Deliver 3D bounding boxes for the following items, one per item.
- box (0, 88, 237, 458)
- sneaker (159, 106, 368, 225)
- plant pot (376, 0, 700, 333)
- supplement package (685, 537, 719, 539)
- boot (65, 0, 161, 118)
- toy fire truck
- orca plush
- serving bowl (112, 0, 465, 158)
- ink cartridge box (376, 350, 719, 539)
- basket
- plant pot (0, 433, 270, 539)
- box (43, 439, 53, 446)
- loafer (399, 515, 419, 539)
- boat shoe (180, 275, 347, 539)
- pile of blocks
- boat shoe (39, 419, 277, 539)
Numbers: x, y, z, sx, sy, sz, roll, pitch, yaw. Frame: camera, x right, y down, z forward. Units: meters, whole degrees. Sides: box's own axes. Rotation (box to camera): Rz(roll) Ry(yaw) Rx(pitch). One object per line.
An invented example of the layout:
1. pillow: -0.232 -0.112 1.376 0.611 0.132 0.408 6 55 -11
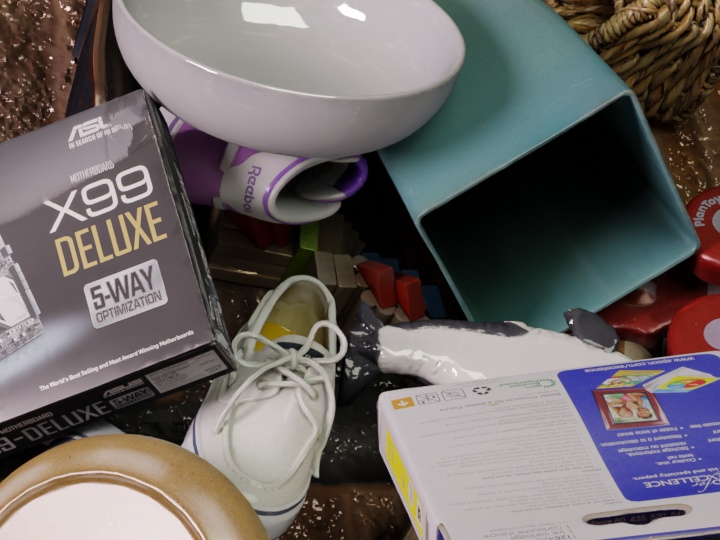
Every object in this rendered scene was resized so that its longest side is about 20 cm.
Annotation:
1. box: -0.180 0.011 1.505 0.199 0.050 0.158 -20 65 7
2. sneaker: -0.039 -0.075 1.639 0.114 0.073 0.200 18 29 15
3. plant pot: 0.079 -0.080 1.656 0.141 0.141 0.200 -30 45 0
4. supplement package: 0.240 0.220 1.517 0.200 0.147 0.191 41 38 8
5. boot: -0.117 -0.117 1.636 0.097 0.075 0.200 15 27 -11
6. toy fire truck: 0.167 0.037 1.676 0.167 0.112 0.201 4 52 10
7. orca plush: 0.086 0.080 1.592 0.199 0.071 0.106 2 61 -4
8. serving bowl: -0.045 -0.116 1.570 0.199 0.066 0.200 10 30 -6
9. ink cartridge box: 0.123 0.109 1.453 0.197 0.047 0.200 -5 26 -9
10. basket: 0.158 -0.213 1.806 0.148 0.143 0.201 8 54 -18
11. plant pot: -0.132 0.179 1.406 0.200 0.200 0.027 60 14 22
12. box: -0.154 0.009 1.593 0.041 0.039 0.201 23 52 -6
13. loafer: 0.047 0.166 1.517 0.076 0.068 0.200 19 32 -6
14. boat shoe: -0.041 0.062 1.530 0.074 0.086 0.202 26 29 -4
15. pile of blocks: 0.000 0.000 1.647 0.200 0.062 0.082 31 51 0
16. boat shoe: -0.104 0.168 1.490 0.200 0.071 0.091 34 53 11
